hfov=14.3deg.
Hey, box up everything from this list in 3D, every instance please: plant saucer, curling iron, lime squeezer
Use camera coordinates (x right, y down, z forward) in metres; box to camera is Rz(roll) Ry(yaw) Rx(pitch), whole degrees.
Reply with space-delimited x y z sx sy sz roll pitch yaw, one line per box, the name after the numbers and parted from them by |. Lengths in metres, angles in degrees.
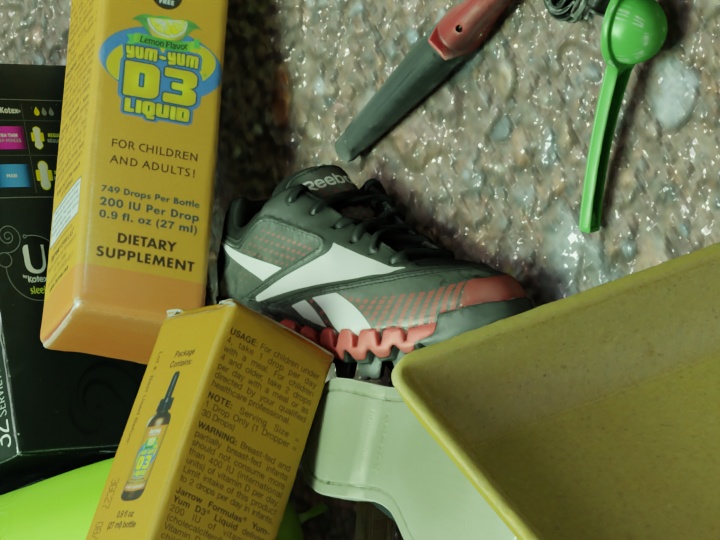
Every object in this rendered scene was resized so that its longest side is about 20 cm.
0.141 0.083 1.091 0.200 0.199 0.049 49 147 39 | plant saucer
0.048 -0.101 1.302 0.200 0.025 0.050 -34 62 42 | curling iron
0.135 -0.105 1.211 0.071 0.038 0.200 43 124 2 | lime squeezer

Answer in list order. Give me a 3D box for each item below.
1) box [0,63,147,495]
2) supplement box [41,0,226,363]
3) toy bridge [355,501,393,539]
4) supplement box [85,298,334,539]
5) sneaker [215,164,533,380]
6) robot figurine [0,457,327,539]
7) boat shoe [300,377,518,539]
-0.176 0.009 1.467 0.148 0.124 0.201 -24 73 48 | box
-0.108 -0.061 1.385 0.069 0.066 0.201 133 142 -61 | supplement box
0.028 0.159 1.319 0.067 0.027 0.201 -33 67 42 | toy bridge
-0.078 0.117 1.259 0.066 0.069 0.201 -10 59 56 | supplement box
0.000 0.000 1.320 0.200 0.071 0.098 2 93 49 | sneaker
-0.114 0.149 1.376 0.199 0.175 0.116 -19 97 15 | robot figurine
0.044 0.089 1.218 0.199 0.066 0.075 6 84 62 | boat shoe
